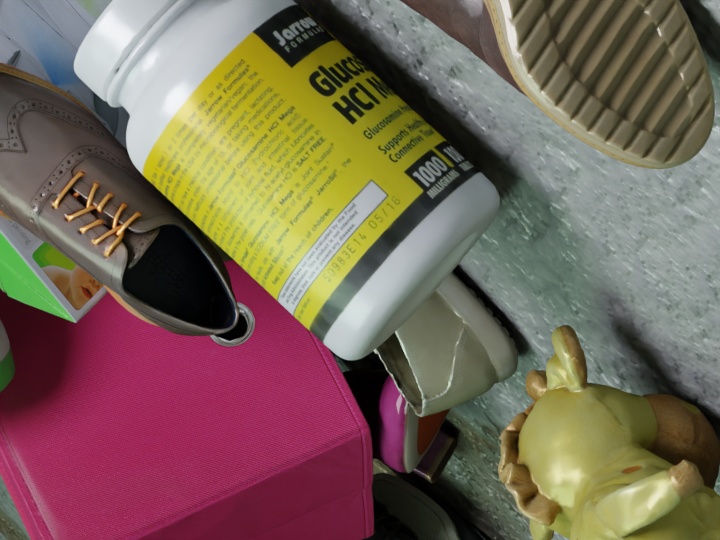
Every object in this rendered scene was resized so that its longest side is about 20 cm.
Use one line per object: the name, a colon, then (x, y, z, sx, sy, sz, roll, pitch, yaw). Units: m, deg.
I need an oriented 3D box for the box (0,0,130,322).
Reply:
box: (-0.165, -0.108, 1.476, 0.200, 0.176, 0.097, 54, 162, -28)

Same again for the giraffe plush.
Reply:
giraffe plush: (0.136, 0.122, 1.386, 0.200, 0.173, 0.162, 21, -157, -32)

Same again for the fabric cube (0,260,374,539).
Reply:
fabric cube: (-0.122, 0.091, 1.718, 0.200, 0.199, 0.196, 88, 156, -66)

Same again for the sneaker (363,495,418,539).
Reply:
sneaker: (-0.002, 0.160, 1.866, 0.106, 0.200, 0.075, -14, 167, 27)

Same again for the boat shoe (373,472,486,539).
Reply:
boat shoe: (0.068, 0.209, 1.880, 0.200, 0.072, 0.068, 40, -172, 33)

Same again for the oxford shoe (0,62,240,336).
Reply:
oxford shoe: (-0.133, -0.036, 1.407, 0.200, 0.071, 0.073, 38, 175, -30)

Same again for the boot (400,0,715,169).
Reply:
boot: (0.057, -0.117, 1.166, 0.200, 0.072, 0.166, 44, 175, -3)

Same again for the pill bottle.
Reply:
pill bottle: (-0.039, -0.061, 1.377, 0.200, 0.112, 0.112, 43, 163, 6)

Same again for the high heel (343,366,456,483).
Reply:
high heel: (0.006, 0.079, 1.699, 0.096, 0.067, 0.200, 30, 164, 11)

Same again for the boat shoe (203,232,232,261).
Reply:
boat shoe: (-0.120, -0.036, 1.587, 0.072, 0.200, 0.066, 134, 128, -74)

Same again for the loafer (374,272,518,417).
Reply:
loafer: (0.000, 0.000, 1.533, 0.200, 0.068, 0.076, 45, 163, -2)

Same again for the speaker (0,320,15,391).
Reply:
speaker: (-0.269, -0.012, 1.564, 0.088, 0.088, 0.200, 11, 131, 61)
